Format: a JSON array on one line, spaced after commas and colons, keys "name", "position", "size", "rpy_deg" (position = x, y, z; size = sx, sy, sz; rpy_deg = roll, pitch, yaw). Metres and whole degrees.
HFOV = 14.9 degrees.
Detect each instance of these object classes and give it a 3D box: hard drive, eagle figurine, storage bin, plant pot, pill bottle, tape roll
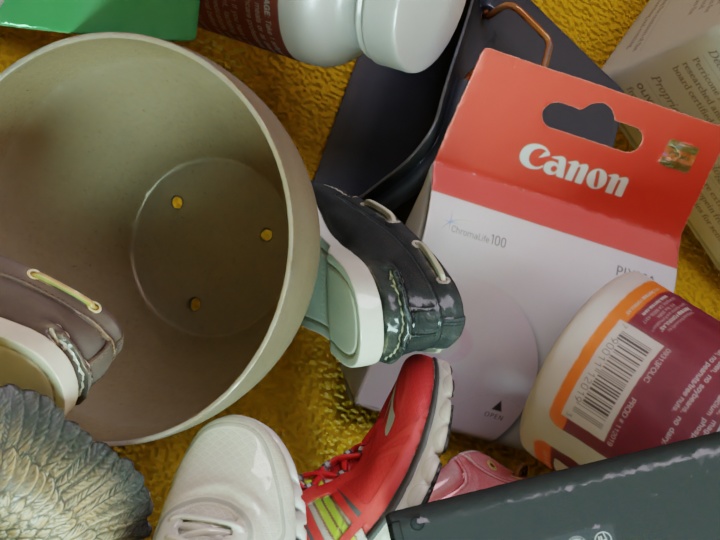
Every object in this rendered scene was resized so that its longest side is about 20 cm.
[{"name": "hard drive", "position": [0.125, 0.161, 1.320], "size": [0.199, 0.033, 0.140], "rpy_deg": [-13, 82, -5]}, {"name": "eagle figurine", "position": [-0.190, 0.117, 1.251], "size": [0.200, 0.152, 0.151], "rpy_deg": [43, 5, -8]}, {"name": "storage bin", "position": [0.075, -0.076, 1.578], "size": [0.134, 0.145, 0.201], "rpy_deg": [36, 45, -20]}, {"name": "plant pot", "position": [-0.100, -0.015, 1.391], "size": [0.201, 0.200, 0.134], "rpy_deg": [55, 17, 13]}, {"name": "pill bottle", "position": [0.192, 0.097, 1.419], "size": [0.200, 0.115, 0.114], "rpy_deg": [33, 42, 20]}, {"name": "tape roll", "position": [-0.181, -0.153, 1.426], "size": [0.200, 0.200, 0.048], "rpy_deg": [4, 97, -31]}, {"name": "pill bottle", "position": [-0.044, -0.178, 1.527], "size": [0.199, 0.113, 0.112], "rpy_deg": [21, 39, 25]}]

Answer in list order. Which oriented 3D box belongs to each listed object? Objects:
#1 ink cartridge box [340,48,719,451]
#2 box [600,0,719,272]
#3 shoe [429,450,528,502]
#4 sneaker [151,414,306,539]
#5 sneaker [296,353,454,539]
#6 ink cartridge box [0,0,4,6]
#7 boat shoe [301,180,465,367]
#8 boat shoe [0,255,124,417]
[{"name": "ink cartridge box", "position": [0.099, -0.001, 1.491], "size": [0.162, 0.201, 0.057], "rpy_deg": [16, 25, -23]}, {"name": "box", "position": [0.289, -0.116, 1.682], "size": [0.200, 0.171, 0.199], "rpy_deg": [53, 43, -15]}, {"name": "shoe", "position": [0.093, 0.131, 1.471], "size": [0.200, 0.071, 0.091], "rpy_deg": [-21, 74, -38]}, {"name": "sneaker", "position": [-0.076, 0.156, 1.294], "size": [0.075, 0.081, 0.201], "rpy_deg": [4, 64, 16]}, {"name": "sneaker", "position": [-0.017, 0.121, 1.367], "size": [0.085, 0.077, 0.201], "rpy_deg": [28, 73, 2]}, {"name": "ink cartridge box", "position": [-0.277, -0.132, 1.332], "size": [0.176, 0.200, 0.045], "rpy_deg": [38, 45, -3]}, {"name": "boat shoe", "position": [0.000, 0.000, 1.435], "size": [0.060, 0.076, 0.200], "rpy_deg": [-5, 25, -15]}, {"name": "boat shoe", "position": [-0.207, 0.011, 1.330], "size": [0.199, 0.072, 0.060], "rpy_deg": [23, 43, 23]}]
